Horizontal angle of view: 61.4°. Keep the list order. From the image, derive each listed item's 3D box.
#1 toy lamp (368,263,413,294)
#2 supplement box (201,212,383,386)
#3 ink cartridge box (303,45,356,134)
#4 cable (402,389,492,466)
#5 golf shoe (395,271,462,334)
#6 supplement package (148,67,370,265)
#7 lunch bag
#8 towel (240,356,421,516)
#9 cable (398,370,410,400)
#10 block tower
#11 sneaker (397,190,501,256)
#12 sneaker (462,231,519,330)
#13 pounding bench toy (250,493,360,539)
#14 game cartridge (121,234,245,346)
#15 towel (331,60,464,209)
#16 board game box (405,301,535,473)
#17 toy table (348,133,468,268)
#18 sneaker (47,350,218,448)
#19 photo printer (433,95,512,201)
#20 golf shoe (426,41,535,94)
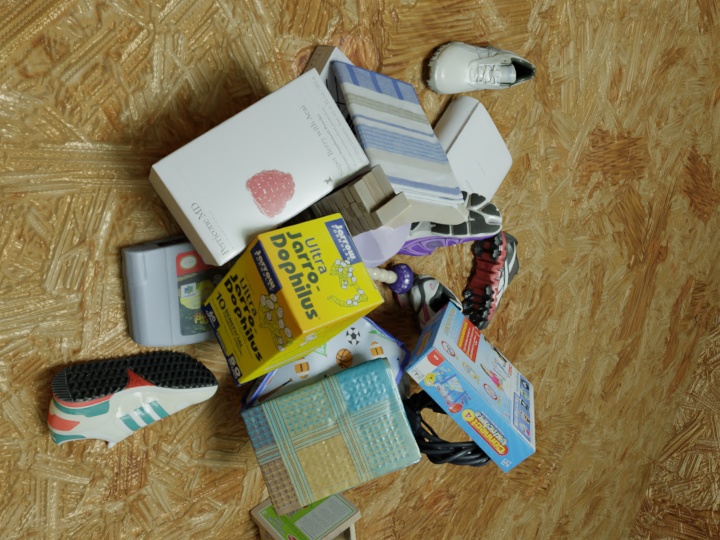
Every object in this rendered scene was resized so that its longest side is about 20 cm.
[{"bbox_3d":[0.000,0.000,0.912,0.199,0.058,0.059,10,99,-45],"label":"toy lamp"},{"bbox_3d":[-0.084,0.038,0.683,0.109,0.200,0.110,-20,77,-37],"label":"supplement box"},{"bbox_3d":[-0.060,-0.179,0.793,0.094,0.044,0.201,32,83,-44],"label":"ink cartridge box"},{"bbox_3d":[0.143,0.246,0.940,0.162,0.200,0.051,4,102,-32],"label":"cable"},{"bbox_3d":[0.138,0.077,1.048,0.200,0.091,0.073,46,65,-46],"label":"golf shoe"},{"bbox_3d":[-0.114,-0.109,0.670,0.199,0.120,0.122,-37,104,-16],"label":"supplement package"},{"bbox_3d":[-0.046,0.149,0.843,0.169,0.124,0.201,34,83,-10],"label":"lunch bag"},{"bbox_3d":[-0.035,0.209,0.772,0.198,0.022,0.148,-19,94,-8],"label":"towel"},{"bbox_3d":[0.000,0.220,0.992,0.199,0.069,0.202,15,94,-45],"label":"cable"},{"bbox_3d":[-0.036,-0.061,0.706,0.054,0.199,0.058,-41,106,-39],"label":"block tower"},{"bbox_3d":[0.116,-0.064,0.926,0.084,0.198,0.081,55,35,-56],"label":"sneaker"},{"bbox_3d":[0.253,0.017,1.151,0.097,0.071,0.203,-2,106,-41],"label":"sneaker"},{"bbox_3d":[-0.055,0.447,0.933,0.124,0.199,0.158,-24,121,-35],"label":"pounding bench toy"},{"bbox_3d":[-0.190,0.019,0.754,0.199,0.041,0.134,-16,121,-39],"label":"game cartridge"},{"bbox_3d":[0.045,-0.169,0.757,0.146,0.202,0.024,3,148,-40],"label":"towel"},{"bbox_3d":[0.169,0.161,0.896,0.056,0.196,0.200,-45,179,21],"label":"board game box"},{"bbox_3d":[0.042,-0.103,0.813,0.183,0.117,0.201,34,43,-19],"label":"toy table"},{"bbox_3d":[-0.269,0.157,0.721,0.199,0.070,0.094,1,123,-46],"label":"sneaker"},{"bbox_3d":[0.156,-0.153,0.992,0.201,0.069,0.166,-56,135,-12],"label":"photo printer"},{"bbox_3d":[0.193,-0.316,0.945,0.199,0.097,0.079,-21,122,-35],"label":"golf shoe"}]
